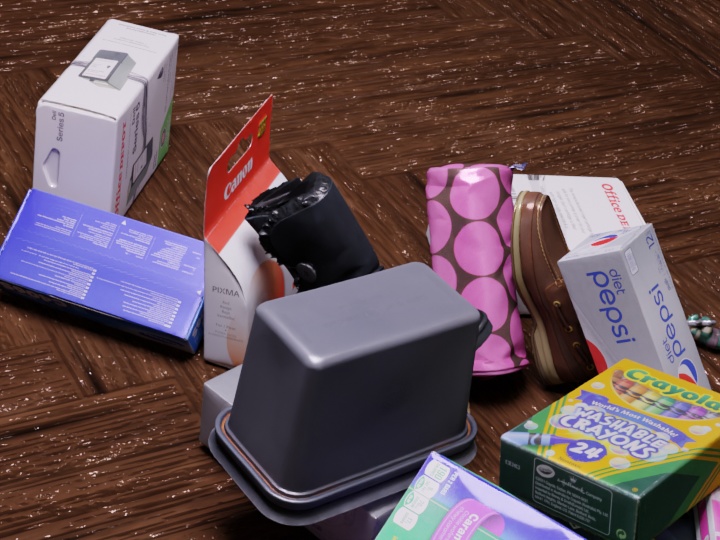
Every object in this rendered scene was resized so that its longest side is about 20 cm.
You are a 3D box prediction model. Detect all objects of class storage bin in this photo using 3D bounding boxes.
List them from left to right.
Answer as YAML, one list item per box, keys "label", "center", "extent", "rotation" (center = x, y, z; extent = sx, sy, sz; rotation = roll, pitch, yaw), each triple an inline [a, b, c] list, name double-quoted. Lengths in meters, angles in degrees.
- label: "storage bin"
  center: [-0.007, 0.076, 1.113]
  extent: [0.200, 0.135, 0.146]
  rotation: [-14, 40, -34]

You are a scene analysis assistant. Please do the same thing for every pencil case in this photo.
- label: "pencil case"
  center: [0.112, 0.001, 1.356]
  extent: [0.091, 0.201, 0.094]
  rotation: [-4, -6, 24]

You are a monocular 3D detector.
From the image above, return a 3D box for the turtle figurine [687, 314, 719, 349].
- label: "turtle figurine"
  center: [0.394, 0.050, 1.430]
  extent: [0.149, 0.101, 0.200]
  rotation: [-21, 18, 32]

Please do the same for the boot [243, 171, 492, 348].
- label: "boot"
  center: [0.000, 0.000, 1.241]
  extent: [0.200, 0.168, 0.076]
  rotation: [4, 42, 50]

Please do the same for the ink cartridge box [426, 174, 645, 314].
- label: "ink cartridge box"
  center: [0.181, -0.027, 1.495]
  extent: [0.199, 0.084, 0.146]
  rotation: [2, 35, -11]

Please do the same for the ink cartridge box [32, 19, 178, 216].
- label: "ink cartridge box"
  center: [-0.258, -0.146, 1.504]
  extent: [0.084, 0.146, 0.200]
  rotation: [14, 35, 4]

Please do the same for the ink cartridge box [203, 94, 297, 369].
- label: "ink cartridge box"
  center: [-0.091, -0.035, 1.335]
  extent: [0.050, 0.200, 0.162]
  rotation: [15, 34, 11]

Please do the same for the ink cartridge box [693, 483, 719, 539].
- label: "ink cartridge box"
  center: [0.309, 0.189, 1.150]
  extent: [0.094, 0.037, 0.200]
  rotation: [20, 24, -1]

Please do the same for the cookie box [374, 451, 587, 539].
- label: "cookie box"
  center: [0.092, 0.250, 1.007]
  extent: [0.200, 0.075, 0.171]
  rotation: [28, 74, 25]

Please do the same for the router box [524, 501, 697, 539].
- label: "router box"
  center: [0.215, 0.224, 1.135]
  extent: [0.150, 0.062, 0.200]
  rotation: [-3, 34, -28]

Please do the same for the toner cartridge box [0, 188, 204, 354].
- label: "toner cartridge box"
  center: [-0.229, 0.000, 1.352]
  extent: [0.200, 0.043, 0.095]
  rotation: [18, 71, 11]

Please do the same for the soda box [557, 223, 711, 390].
- label: "soda box"
  center: [0.244, 0.065, 1.277]
  extent: [0.068, 0.200, 0.063]
  rotation: [-11, 16, 41]

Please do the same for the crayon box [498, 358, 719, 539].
- label: "crayon box"
  center: [0.217, 0.132, 1.143]
  extent: [0.126, 0.052, 0.200]
  rotation: [21, 32, 38]

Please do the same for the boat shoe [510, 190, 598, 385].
- label: "boat shoe"
  center: [0.183, 0.015, 1.325]
  extent: [0.067, 0.200, 0.072]
  rotation: [-2, 32, 27]

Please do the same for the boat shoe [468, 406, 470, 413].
- label: "boat shoe"
  center: [0.043, 0.081, 1.317]
  extent: [0.065, 0.072, 0.200]
  rotation: [-1, 39, -17]

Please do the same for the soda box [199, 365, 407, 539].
- label: "soda box"
  center: [-0.040, 0.152, 1.184]
  extent: [0.200, 0.064, 0.068]
  rotation: [34, 42, 32]
